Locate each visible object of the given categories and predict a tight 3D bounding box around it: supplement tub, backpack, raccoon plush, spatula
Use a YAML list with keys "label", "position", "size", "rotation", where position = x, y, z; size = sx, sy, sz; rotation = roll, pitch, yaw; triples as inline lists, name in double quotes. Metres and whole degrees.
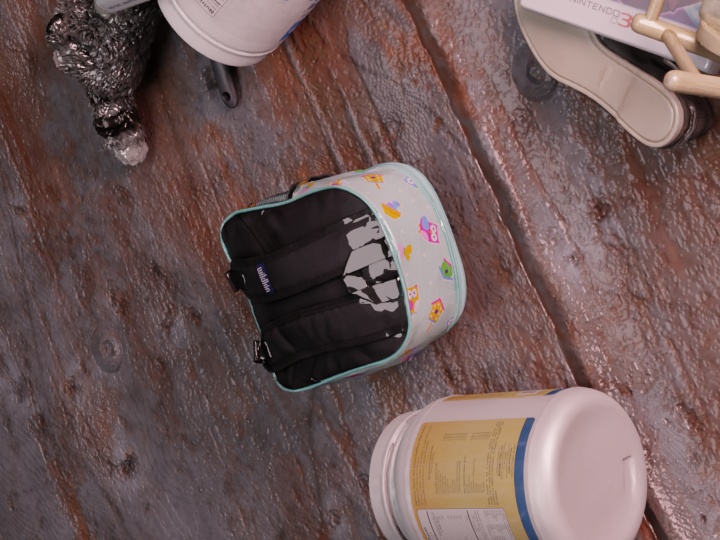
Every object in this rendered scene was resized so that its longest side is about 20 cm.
- label: "supplement tub"
  position: [0.119, 0.172, 1.680]
  size: [0.199, 0.144, 0.146]
  rotation: [-7, 95, 44]
- label: "backpack"
  position: [0.000, 0.000, 1.745]
  size: [0.199, 0.152, 0.177]
  rotation: [-20, 88, 53]
- label: "raccoon plush"
  position: [-0.206, -0.206, 1.953]
  size: [0.133, 0.097, 0.201]
  rotation: [-4, 125, 40]
- label: "supplement tub"
  position: [-0.076, -0.285, 1.768]
  size: [0.200, 0.131, 0.133]
  rotation: [-44, 70, 40]
- label: "spatula"
  position: [-0.142, -0.250, 1.911]
  size: [0.056, 0.020, 0.202]
  rotation: [-8, 94, 42]

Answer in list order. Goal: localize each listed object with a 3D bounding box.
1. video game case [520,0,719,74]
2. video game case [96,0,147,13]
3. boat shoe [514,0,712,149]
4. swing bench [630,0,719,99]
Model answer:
- label: "video game case"
  position: [0.223, -0.269, 1.537]
  size: [0.181, 0.023, 0.202]
  rotation: [25, 101, 36]
- label: "video game case"
  position: [-0.157, -0.324, 1.792]
  size: [0.201, 0.023, 0.182]
  rotation: [-65, 21, -9]
- label: "boat shoe"
  position: [0.196, -0.164, 1.604]
  size: [0.200, 0.057, 0.067]
  rotation: [49, 125, 30]
- label: "swing bench"
  position: [0.319, -0.210, 1.402]
  size: [0.130, 0.198, 0.200]
  rotation: [-100, 26, -61]
